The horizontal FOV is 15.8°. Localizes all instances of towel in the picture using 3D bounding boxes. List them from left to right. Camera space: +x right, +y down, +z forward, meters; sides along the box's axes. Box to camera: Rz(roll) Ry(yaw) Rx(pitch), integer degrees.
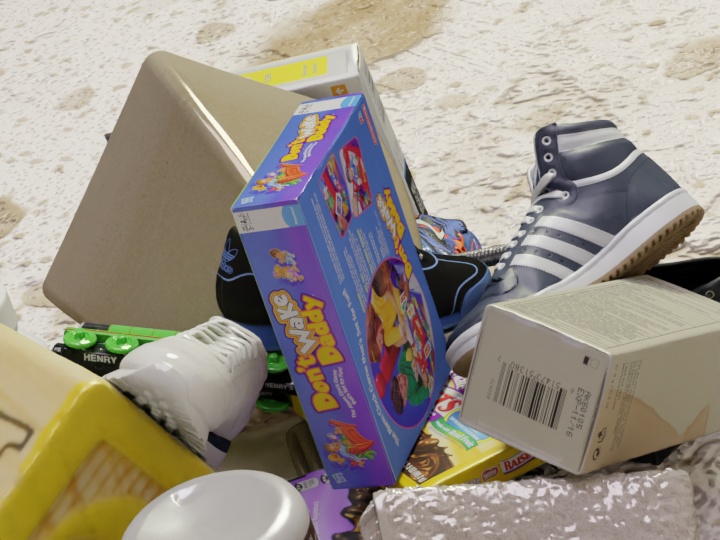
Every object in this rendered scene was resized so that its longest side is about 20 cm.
[{"bbox_3d":[0.101,0.184,1.495,0.199,0.035,0.133,-6,71,1],"label":"towel"}]

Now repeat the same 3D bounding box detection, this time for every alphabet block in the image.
[{"bbox_3d":[-0.207,0.161,1.581,0.200,0.195,0.197,22,75,51],"label":"alphabet block"}]

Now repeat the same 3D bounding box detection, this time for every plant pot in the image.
[{"bbox_3d":[-0.072,-0.006,1.806,0.199,0.201,0.177,15,19,-35],"label":"plant pot"}]

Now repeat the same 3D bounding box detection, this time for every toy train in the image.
[{"bbox_3d":[-0.102,0.059,1.684,0.199,0.042,0.056,7,26,10],"label":"toy train"}]

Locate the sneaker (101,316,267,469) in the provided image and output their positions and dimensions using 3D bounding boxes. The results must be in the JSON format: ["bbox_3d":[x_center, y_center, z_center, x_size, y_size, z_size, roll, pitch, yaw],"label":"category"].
[{"bbox_3d":[-0.097,0.062,1.549,0.081,0.076,0.200,-51,-7,-5],"label":"sneaker"}]

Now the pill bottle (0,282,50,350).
[{"bbox_3d":[-0.246,0.110,1.740,0.112,0.201,0.113,-13,29,7],"label":"pill bottle"}]

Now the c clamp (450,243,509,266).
[{"bbox_3d":[0.090,0.013,1.764,0.199,0.027,0.172,-17,61,34],"label":"c clamp"}]

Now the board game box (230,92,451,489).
[{"bbox_3d":[-0.007,0.012,1.581,0.045,0.201,0.135,-7,28,24],"label":"board game box"}]

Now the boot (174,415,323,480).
[{"bbox_3d":[-0.096,0.130,1.758,0.155,0.073,0.200,-22,30,-8],"label":"boot"}]

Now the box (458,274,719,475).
[{"bbox_3d":[0.155,0.060,1.585,0.095,0.078,0.200,23,17,32],"label":"box"}]

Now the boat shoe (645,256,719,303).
[{"bbox_3d":[0.175,0.019,1.746,0.199,0.062,0.075,0,34,30],"label":"boat shoe"}]

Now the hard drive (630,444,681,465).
[{"bbox_3d":[0.157,0.067,1.773,0.199,0.038,0.140,11,38,39],"label":"hard drive"}]

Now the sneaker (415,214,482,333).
[{"bbox_3d":[0.057,-0.008,1.907,0.078,0.076,0.200,-12,19,-12],"label":"sneaker"}]

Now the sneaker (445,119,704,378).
[{"bbox_3d":[0.114,-0.020,1.670,0.200,0.070,0.109,-34,73,-17],"label":"sneaker"}]

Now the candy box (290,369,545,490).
[{"bbox_3d":[0.038,0.095,1.652,0.102,0.027,0.200,-23,26,-17],"label":"candy box"}]

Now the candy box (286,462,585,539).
[{"bbox_3d":[0.049,0.173,1.605,0.199,0.072,0.168,-18,27,-3],"label":"candy box"}]

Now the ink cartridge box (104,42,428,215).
[{"bbox_3d":[-0.068,-0.075,1.975,0.199,0.198,0.047,-9,50,13],"label":"ink cartridge box"}]

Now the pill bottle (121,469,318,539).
[{"bbox_3d":[-0.057,0.219,1.444,0.109,0.201,0.109,-13,28,7],"label":"pill bottle"}]

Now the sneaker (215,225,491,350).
[{"bbox_3d":[0.000,0.000,1.690,0.199,0.078,0.070,-8,22,-27],"label":"sneaker"}]
